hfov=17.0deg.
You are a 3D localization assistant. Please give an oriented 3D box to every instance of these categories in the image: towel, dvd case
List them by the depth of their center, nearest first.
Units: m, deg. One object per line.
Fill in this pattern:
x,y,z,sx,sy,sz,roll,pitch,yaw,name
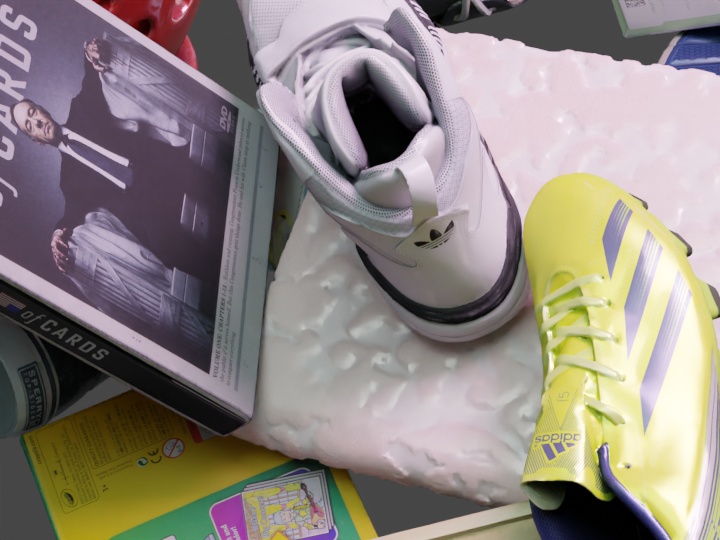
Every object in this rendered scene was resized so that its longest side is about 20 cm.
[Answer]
-0.115,-0.043,0.914,0.025,0.200,0.151,-30,41,36,dvd case
0.066,0.002,0.941,0.199,0.032,0.192,13,70,23,towel

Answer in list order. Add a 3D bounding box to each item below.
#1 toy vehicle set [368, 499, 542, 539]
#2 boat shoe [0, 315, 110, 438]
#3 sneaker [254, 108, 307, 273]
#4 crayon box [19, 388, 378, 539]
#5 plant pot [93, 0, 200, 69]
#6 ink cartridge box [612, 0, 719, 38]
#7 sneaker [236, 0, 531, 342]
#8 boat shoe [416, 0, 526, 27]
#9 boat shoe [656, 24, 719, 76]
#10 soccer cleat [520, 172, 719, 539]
-0.015,0.161,0.837,0.199,0.027,0.125,-14,56,5,toy vehicle set
-0.174,0.009,1.055,0.091,0.071,0.200,-25,39,-39,boat shoe
0.000,0.000,1.017,0.199,0.080,0.131,-4,54,8,sneaker
-0.046,0.132,0.947,0.118,0.058,0.201,-22,56,-5,crayon box
-0.160,-0.138,1.052,0.199,0.183,0.201,2,38,-2,plant pot
0.220,-0.160,1.029,0.199,0.048,0.146,-3,29,37,ink cartridge box
-0.002,-0.075,0.914,0.075,0.115,0.200,-29,61,2,sneaker
0.059,-0.152,1.110,0.200,0.076,0.060,-33,51,-11,boat shoe
0.152,-0.019,1.004,0.072,0.073,0.201,1,52,12,boat shoe
0.087,0.050,0.842,0.083,0.065,0.201,2,59,-30,soccer cleat
